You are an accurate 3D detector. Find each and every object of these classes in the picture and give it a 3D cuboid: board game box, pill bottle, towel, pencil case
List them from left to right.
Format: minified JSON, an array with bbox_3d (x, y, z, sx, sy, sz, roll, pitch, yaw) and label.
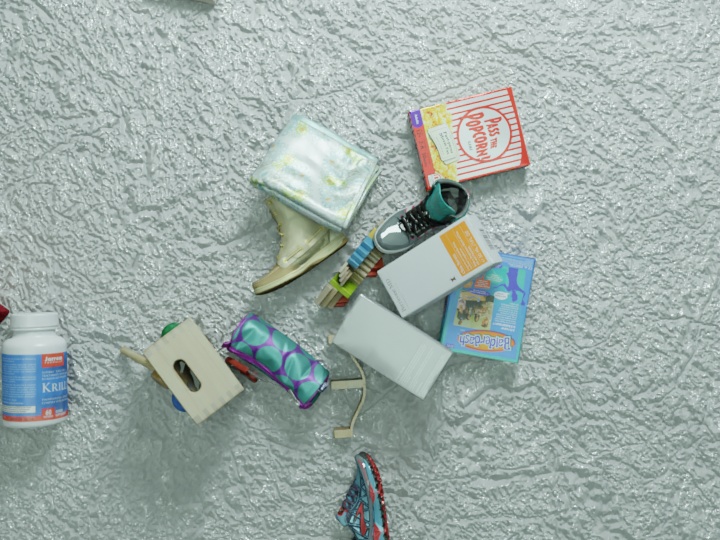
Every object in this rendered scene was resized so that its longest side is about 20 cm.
[{"bbox_3d":[-0.594,0.178,1.388,0.112,0.112,0.201,-1,91,-1],"label":"pill bottle"},{"bbox_3d":[-0.152,0.168,1.405,0.200,0.085,0.092,37,50,1],"label":"pencil case"},{"bbox_3d":[-0.077,-0.179,1.393,0.199,0.048,0.172,29,60,0],"label":"towel"},{"bbox_3d":[0.203,-0.246,1.432,0.199,0.046,0.152,-15,90,-1],"label":"board game box"},{"bbox_3d":[0.236,0.063,1.431,0.151,0.045,0.201,10,89,0],"label":"board game box"}]

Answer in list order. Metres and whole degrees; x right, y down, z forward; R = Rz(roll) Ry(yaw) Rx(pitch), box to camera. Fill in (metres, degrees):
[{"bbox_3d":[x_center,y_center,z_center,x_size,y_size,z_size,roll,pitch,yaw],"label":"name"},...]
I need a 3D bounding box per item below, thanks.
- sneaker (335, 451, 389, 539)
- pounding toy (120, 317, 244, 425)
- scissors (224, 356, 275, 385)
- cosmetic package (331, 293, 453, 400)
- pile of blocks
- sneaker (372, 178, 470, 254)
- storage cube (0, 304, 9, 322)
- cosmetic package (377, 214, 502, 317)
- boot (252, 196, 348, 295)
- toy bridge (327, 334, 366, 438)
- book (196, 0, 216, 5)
[{"bbox_3d":[-0.002,0.440,1.410,0.095,0.079,0.201,-8,89,1],"label":"sneaker"},{"bbox_3d":[-0.327,0.176,1.370,0.142,0.184,0.200,-37,90,-13],"label":"pounding toy"},{"bbox_3d":[-0.200,0.182,1.356,0.073,0.200,0.014,41,75,-12],"label":"scissors"},{"bbox_3d":[0.057,0.136,1.376,0.200,0.090,0.107,34,91,8],"label":"cosmetic package"},{"bbox_3d":[0.000,0.000,1.411,0.062,0.082,0.200,39,89,0],"label":"pile of blocks"},{"bbox_3d":[0.120,-0.101,1.369,0.200,0.121,0.084,-31,83,-18],"label":"sneaker"},{"bbox_3d":[-0.781,0.087,1.354,0.171,0.180,0.200,41,90,0],"label":"storage cube"},{"bbox_3d":[0.143,-0.007,1.379,0.200,0.071,0.102,-33,80,21],"label":"cosmetic package"},{"bbox_3d":[-0.144,-0.061,1.414,0.200,0.073,0.156,-33,90,-2],"label":"boot"},{"bbox_3d":[-0.024,0.213,1.436,0.067,0.027,0.201,-3,90,-2],"label":"toy bridge"},{"bbox_3d":[-0.313,-0.616,1.434,0.133,0.048,0.201,13,88,-4],"label":"book"}]
